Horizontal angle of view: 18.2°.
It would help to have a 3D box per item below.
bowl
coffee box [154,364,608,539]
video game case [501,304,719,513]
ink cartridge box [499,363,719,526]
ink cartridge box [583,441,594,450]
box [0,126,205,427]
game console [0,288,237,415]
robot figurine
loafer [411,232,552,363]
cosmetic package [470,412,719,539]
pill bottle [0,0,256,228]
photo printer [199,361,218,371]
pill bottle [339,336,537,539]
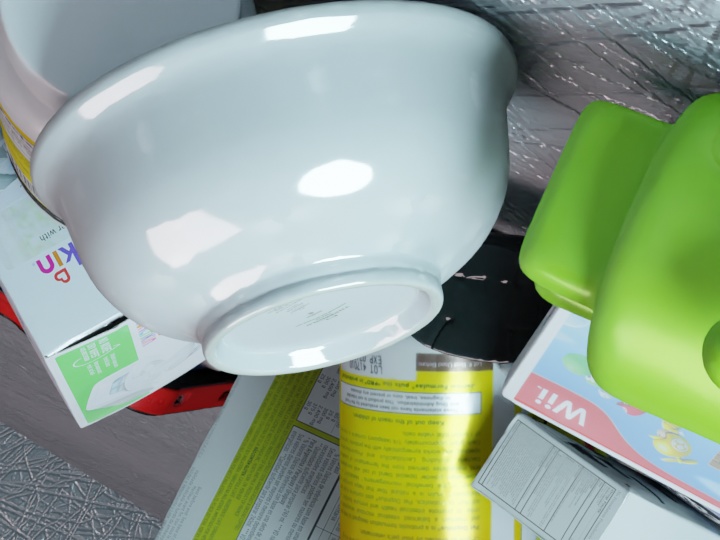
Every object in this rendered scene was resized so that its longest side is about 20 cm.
[{"bbox_3d":[-0.023,-0.018,0.874,0.199,0.091,0.201,-14,161,-5],"label":"bowl"},{"bbox_3d":[0.023,0.153,1.412,0.197,0.201,0.200,21,166,25],"label":"coffee box"},{"bbox_3d":[0.153,0.033,0.935,0.142,0.018,0.200,28,145,0],"label":"video game case"},{"bbox_3d":[0.194,0.111,1.146,0.198,0.044,0.200,34,178,-37],"label":"ink cartridge box"},{"bbox_3d":[0.202,0.218,1.360,0.044,0.201,0.177,-21,134,12],"label":"ink cartridge box"},{"bbox_3d":[-0.152,-0.030,1.159,0.177,0.096,0.200,60,171,10],"label":"box"},{"bbox_3d":[-0.161,0.038,1.550,0.176,0.031,0.200,36,-166,20],"label":"game console"},{"bbox_3d":[0.158,0.012,0.788,0.199,0.116,0.175,24,173,15],"label":"robot figurine"},{"bbox_3d":[0.120,0.018,1.036,0.198,0.073,0.072,17,-163,20],"label":"loafer"},{"bbox_3d":[0.146,0.137,1.196,0.082,0.051,0.200,37,-176,36],"label":"cosmetic package"},{"bbox_3d":[-0.100,-0.087,0.952,0.114,0.115,0.200,28,167,1],"label":"pill bottle"},{"bbox_3d":[-0.133,-0.008,1.415,0.165,0.070,0.200,29,167,-3],"label":"photo printer"},{"bbox_3d":[0.042,0.122,1.222,0.108,0.202,0.109,0,-174,0],"label":"pill bottle"}]
